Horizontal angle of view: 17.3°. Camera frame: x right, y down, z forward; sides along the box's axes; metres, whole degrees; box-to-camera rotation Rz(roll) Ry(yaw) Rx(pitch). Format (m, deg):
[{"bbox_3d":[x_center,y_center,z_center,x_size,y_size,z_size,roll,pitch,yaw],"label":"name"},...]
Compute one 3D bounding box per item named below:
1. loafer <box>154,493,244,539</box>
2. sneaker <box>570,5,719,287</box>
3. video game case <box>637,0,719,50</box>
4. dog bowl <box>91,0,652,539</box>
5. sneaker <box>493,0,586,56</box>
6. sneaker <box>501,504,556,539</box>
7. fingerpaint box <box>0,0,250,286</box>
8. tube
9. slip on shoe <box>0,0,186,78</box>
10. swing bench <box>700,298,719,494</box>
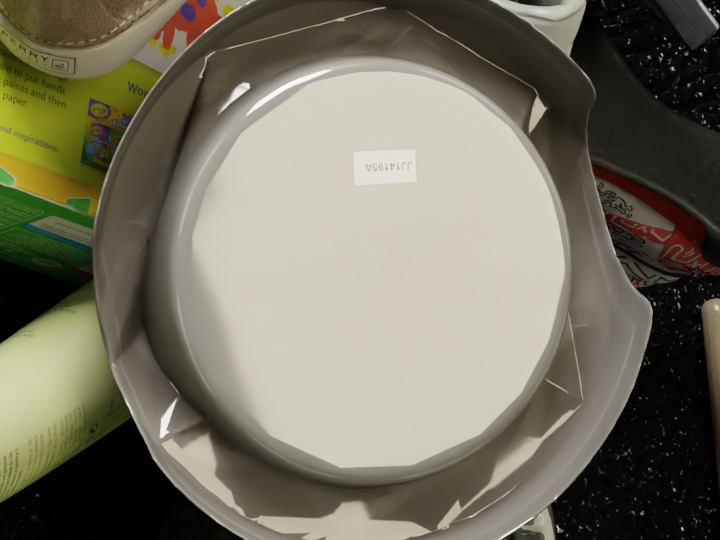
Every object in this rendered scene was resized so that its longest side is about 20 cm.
[{"bbox_3d":[-0.038,0.171,0.861,0.071,0.073,0.202,3,86,-29],"label":"loafer"},{"bbox_3d":[0.082,-0.055,1.019,0.201,0.108,0.068,33,62,-24],"label":"sneaker"},{"bbox_3d":[0.059,-0.185,0.938,0.200,0.019,0.143,46,7,-30],"label":"video game case"},{"bbox_3d":[0.000,0.000,0.817,0.199,0.059,0.202,0,91,-17],"label":"dog bowl"},{"bbox_3d":[0.025,-0.160,0.906,0.074,0.089,0.201,-31,82,-28],"label":"sneaker"},{"bbox_3d":[0.039,0.164,0.871,0.085,0.074,0.202,33,61,-68],"label":"sneaker"},{"bbox_3d":[-0.125,-0.095,0.856,0.199,0.073,0.168,20,66,-39],"label":"fingerpaint box"},{"bbox_3d":[-0.139,0.063,0.805,0.200,0.052,0.058,-37,133,-45],"label":"tube"},{"bbox_3d":[-0.060,-0.150,0.823,0.076,0.061,0.200,31,55,12],"label":"slip on shoe"},{"bbox_3d":[0.256,0.106,1.070,0.129,0.198,0.201,26,62,-35],"label":"swing bench"}]
